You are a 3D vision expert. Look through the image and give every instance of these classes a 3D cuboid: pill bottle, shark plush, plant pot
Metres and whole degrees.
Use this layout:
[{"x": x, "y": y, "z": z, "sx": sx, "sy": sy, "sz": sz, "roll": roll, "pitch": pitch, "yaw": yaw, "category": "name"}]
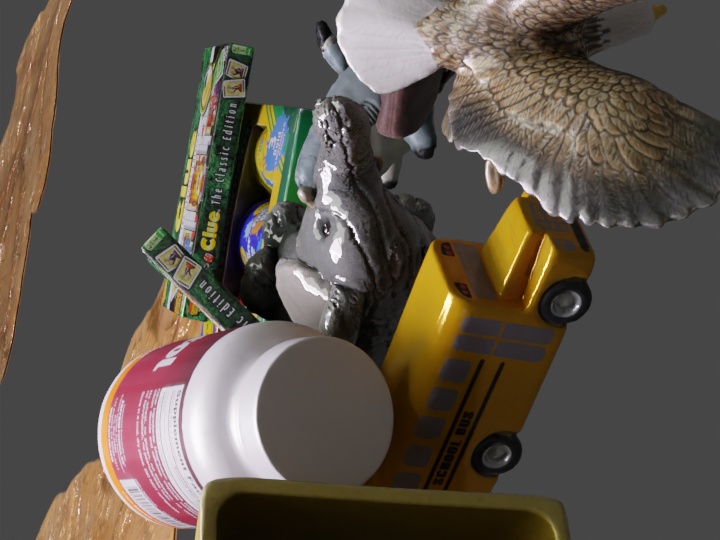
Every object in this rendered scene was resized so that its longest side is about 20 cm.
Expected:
[{"x": -0.064, "y": 0.089, "z": 1.191, "sx": 0.200, "sy": 0.112, "sz": 0.114, "roll": -14, "pitch": 68, "yaw": 60, "category": "pill bottle"}, {"x": 0.008, "y": -0.145, "z": 1.385, "sx": 0.091, "sy": 0.083, "sz": 0.202, "roll": 177, "pitch": 103, "yaw": -74, "category": "shark plush"}, {"x": -0.005, "y": 0.241, "z": 1.111, "sx": 0.200, "sy": 0.193, "sz": 0.197, "roll": 115, "pitch": 157, "yaw": -61, "category": "plant pot"}]

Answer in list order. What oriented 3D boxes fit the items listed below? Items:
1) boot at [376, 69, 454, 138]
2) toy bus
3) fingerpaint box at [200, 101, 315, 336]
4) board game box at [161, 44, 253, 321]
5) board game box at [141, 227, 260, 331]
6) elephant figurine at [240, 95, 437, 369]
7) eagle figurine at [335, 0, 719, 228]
[{"x": 0.049, "y": -0.203, "z": 1.312, "sx": 0.167, "sy": 0.072, "sz": 0.201, "roll": 94, "pitch": -163, "yaw": -53, "category": "boot"}, {"x": 0.060, "y": 0.050, "z": 1.158, "sx": 0.065, "sy": 0.078, "sz": 0.201, "roll": -108, "pitch": 32, "yaw": -52, "category": "toy bus"}, {"x": -0.053, "y": -0.017, "z": 1.522, "sx": 0.167, "sy": 0.073, "sz": 0.202, "roll": -160, "pitch": 80, "yaw": -71, "category": "fingerpaint box"}, {"x": -0.115, "y": -0.067, "z": 1.565, "sx": 0.105, "sy": 0.023, "sz": 0.202, "roll": -167, "pitch": 86, "yaw": -78, "category": "board game box"}, {"x": -0.058, "y": 0.053, "z": 1.323, "sx": 0.023, "sy": 0.200, "sz": 0.105, "roll": -46, "pitch": -2, "yaw": -3, "category": "board game box"}, {"x": 0.000, "y": 0.000, "z": 1.253, "sx": 0.142, "sy": 0.154, "sz": 0.200, "roll": -63, "pitch": 8, "yaw": -9, "category": "elephant figurine"}, {"x": 0.100, "y": -0.115, "z": 1.033, "sx": 0.151, "sy": 0.152, "sz": 0.200, "roll": -46, "pitch": 22, "yaw": -10, "category": "eagle figurine"}]
